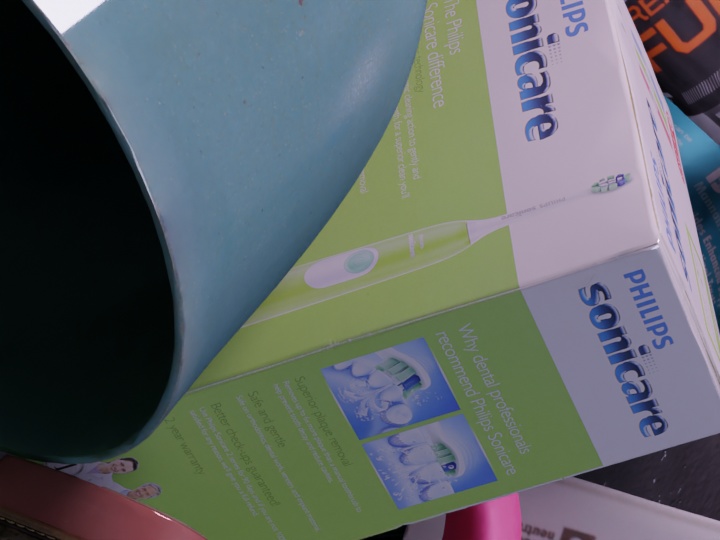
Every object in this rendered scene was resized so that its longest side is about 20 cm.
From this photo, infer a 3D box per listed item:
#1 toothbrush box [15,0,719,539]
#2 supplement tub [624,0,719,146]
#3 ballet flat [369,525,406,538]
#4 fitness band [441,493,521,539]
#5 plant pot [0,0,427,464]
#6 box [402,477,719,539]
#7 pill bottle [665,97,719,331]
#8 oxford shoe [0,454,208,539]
[{"bbox_3d":[0.000,0.000,0.829,0.200,0.146,0.086,-19,131,12],"label":"toothbrush box"},{"bbox_3d":[0.107,-0.124,0.906,0.107,0.200,0.107,-48,-172,9],"label":"supplement tub"},{"bbox_3d":[-0.026,0.050,0.989,0.067,0.062,0.200,-61,150,-2],"label":"ballet flat"},{"bbox_3d":[-0.031,0.118,0.903,0.200,0.037,0.144,-41,122,-14],"label":"fitness band"},{"bbox_3d":[-0.076,-0.075,0.741,0.161,0.200,0.201,-44,142,-35],"label":"plant pot"},{"bbox_3d":[0.105,0.192,1.020,0.171,0.199,0.200,46,60,-71],"label":"box"},{"bbox_3d":[0.130,-0.033,1.060,0.200,0.111,0.111,-35,138,-27],"label":"pill bottle"},{"bbox_3d":[-0.139,0.084,0.766,0.070,0.200,0.075,46,60,-55],"label":"oxford shoe"}]
